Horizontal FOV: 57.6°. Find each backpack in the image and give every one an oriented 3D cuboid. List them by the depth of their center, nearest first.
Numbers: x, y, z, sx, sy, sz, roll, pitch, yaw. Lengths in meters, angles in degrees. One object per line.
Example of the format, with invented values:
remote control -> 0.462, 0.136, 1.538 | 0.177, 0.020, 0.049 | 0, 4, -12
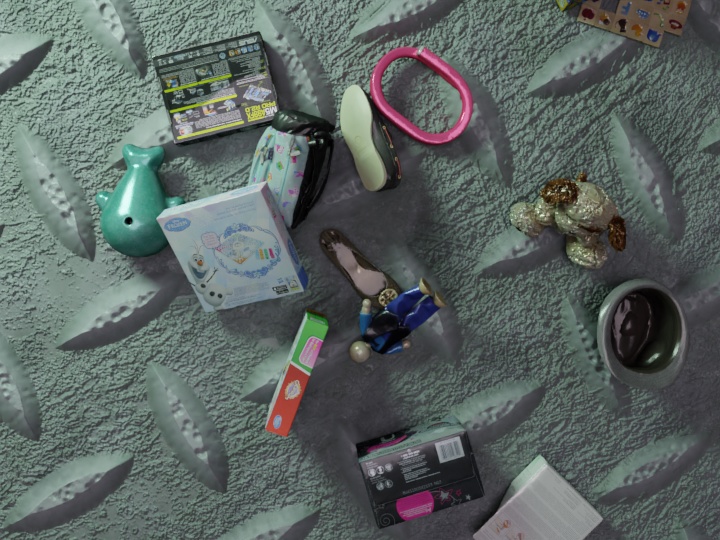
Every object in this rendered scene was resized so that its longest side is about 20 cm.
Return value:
backpack -> -0.127, -0.177, 1.151 | 0.126, 0.167, 0.200 | 20, 106, 4

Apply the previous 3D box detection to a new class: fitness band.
fitness band -> 0.113, -0.319, 1.199 | 0.200, 0.037, 0.144 | 35, 90, -9

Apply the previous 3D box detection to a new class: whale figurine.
whale figurine -> -0.391, -0.123, 1.153 | 0.159, 0.104, 0.200 | 6, 94, -3

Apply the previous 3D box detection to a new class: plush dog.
plush dog -> 0.391, -0.106, 1.161 | 0.200, 0.172, 0.161 | 30, 91, -3

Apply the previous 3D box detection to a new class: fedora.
fedora -> 0.511, 0.116, 1.220 | 0.177, 0.090, 0.200 | 0, 86, -5

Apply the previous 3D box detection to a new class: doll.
doll -> 0.055, 0.096, 1.202 | 0.200, 0.048, 0.136 | -42, 115, 15

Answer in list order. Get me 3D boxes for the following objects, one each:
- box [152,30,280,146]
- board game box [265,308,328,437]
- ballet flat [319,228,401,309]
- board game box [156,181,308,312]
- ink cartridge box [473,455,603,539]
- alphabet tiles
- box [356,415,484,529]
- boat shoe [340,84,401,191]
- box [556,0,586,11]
box -> -0.255, -0.326, 1.181 | 0.200, 0.044, 0.160 | -15, 94, -2
board game box -> -0.112, 0.174, 1.160 | 0.040, 0.153, 0.200 | 21, 92, -6
ballet flat -> 0.000, 0.000, 1.209 | 0.067, 0.046, 0.200 | -43, 95, 0
board game box -> -0.218, -0.035, 1.134 | 0.200, 0.043, 0.199 | -12, 119, 16
ink cartridge box -> 0.335, 0.482, 1.254 | 0.161, 0.050, 0.200 | 44, 94, -4
alphabet tiles -> 0.525, -0.519, 1.231 | 0.200, 0.008, 0.167 | 17, 92, -4
box -> 0.104, 0.362, 1.199 | 0.200, 0.115, 0.132 | -16, 92, -3
boat shoe -> 0.018, -0.240, 1.194 | 0.074, 0.063, 0.202 | -24, 80, 41
box -> 0.438, -0.574, 1.125 | 0.200, 0.193, 0.122 | -25, 91, 1
